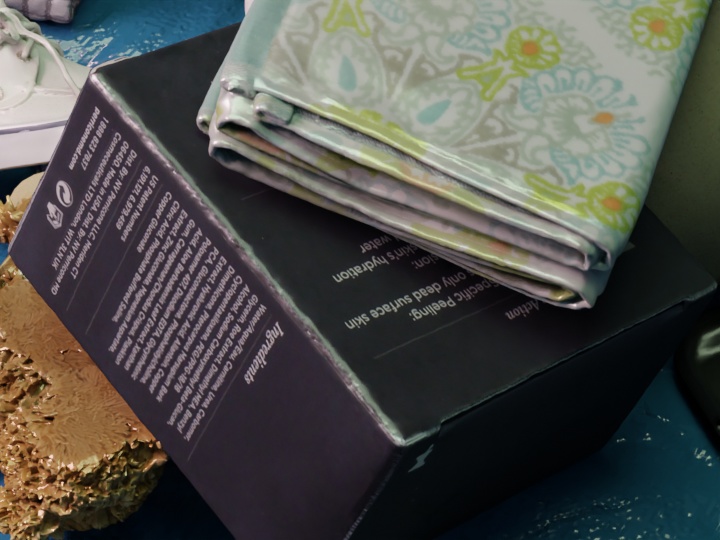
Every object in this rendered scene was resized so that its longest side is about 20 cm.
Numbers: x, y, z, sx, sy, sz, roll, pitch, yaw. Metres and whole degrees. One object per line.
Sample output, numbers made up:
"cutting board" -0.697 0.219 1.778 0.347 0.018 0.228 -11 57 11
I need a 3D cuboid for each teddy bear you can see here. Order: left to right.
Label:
"teddy bear" -0.132 0.036 1.246 0.145 0.067 0.200 -36 51 -20

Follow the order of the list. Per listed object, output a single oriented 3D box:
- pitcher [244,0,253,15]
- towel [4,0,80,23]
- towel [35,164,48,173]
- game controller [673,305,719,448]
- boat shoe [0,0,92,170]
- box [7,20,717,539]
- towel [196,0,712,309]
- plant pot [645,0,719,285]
"pitcher" 0.039 -0.157 1.425 0.121 0.172 0.201 -1 51 45
"towel" -0.203 -0.222 1.524 0.165 0.086 0.201 7 42 7
"towel" -0.073 -0.037 1.363 0.144 0.024 0.200 -12 43 -14
"game controller" 0.211 0.075 1.233 0.104 0.042 0.200 -24 45 -4
"boat shoe" -0.169 -0.091 1.338 0.201 0.087 0.075 -5 7 14
"box" 0.000 0.000 1.182 0.196 0.118 0.200 -23 64 -42
"towel" 0.043 -0.090 1.147 0.170 0.048 0.201 23 52 0
"plant pot" 0.131 -0.069 1.283 0.134 0.201 0.200 -39 54 -20
